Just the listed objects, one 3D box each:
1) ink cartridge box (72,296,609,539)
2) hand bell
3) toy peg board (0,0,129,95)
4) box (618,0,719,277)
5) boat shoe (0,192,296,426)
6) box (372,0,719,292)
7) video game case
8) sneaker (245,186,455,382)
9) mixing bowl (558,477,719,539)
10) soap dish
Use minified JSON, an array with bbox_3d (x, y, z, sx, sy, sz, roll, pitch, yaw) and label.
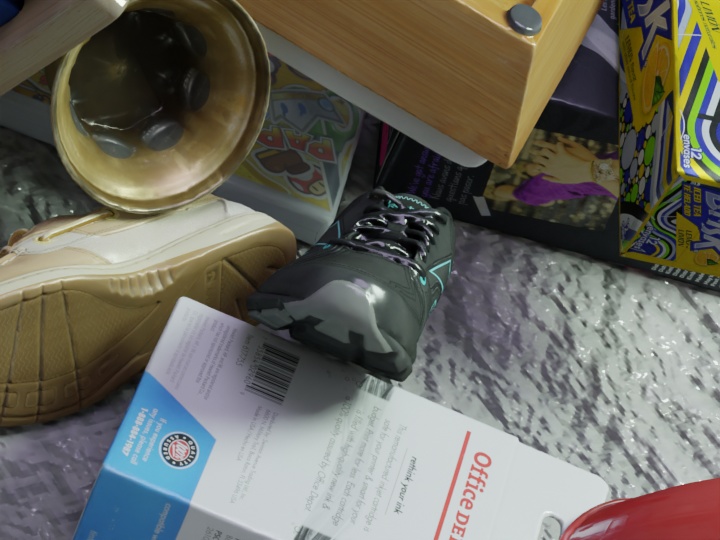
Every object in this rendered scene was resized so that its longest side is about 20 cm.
[{"bbox_3d":[-0.007,0.104,1.188,0.200,0.068,0.116,23,40,-1],"label":"ink cartridge box"},{"bbox_3d":[-0.134,-0.106,1.298,0.104,0.104,0.200,-5,22,-31],"label":"hand bell"},{"bbox_3d":[-0.172,-0.170,1.261,0.098,0.200,0.199,39,47,-24],"label":"toy peg board"},{"bbox_3d":[0.160,-0.099,1.328,0.064,0.070,0.200,12,54,-14],"label":"box"},{"bbox_3d":[-0.123,0.011,1.239,0.200,0.074,0.069,-16,38,-38],"label":"boat shoe"},{"bbox_3d":[0.118,-0.085,1.415,0.200,0.106,0.122,16,50,-11],"label":"box"},{"bbox_3d":[-0.092,-0.108,1.412,0.200,0.023,0.182,21,40,-4],"label":"video game case"},{"bbox_3d":[0.000,0.000,1.220,0.075,0.079,0.200,24,0,1],"label":"sneaker"},{"bbox_3d":[0.179,0.157,1.142,0.200,0.108,0.200,28,43,-29],"label":"mixing bowl"},{"bbox_3d":[0.014,-0.152,1.290,0.200,0.081,0.157,31,44,1],"label":"soap dish"}]
